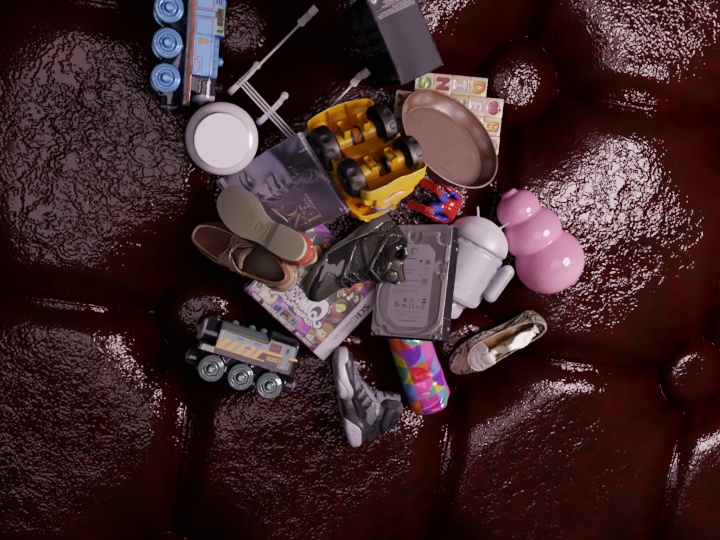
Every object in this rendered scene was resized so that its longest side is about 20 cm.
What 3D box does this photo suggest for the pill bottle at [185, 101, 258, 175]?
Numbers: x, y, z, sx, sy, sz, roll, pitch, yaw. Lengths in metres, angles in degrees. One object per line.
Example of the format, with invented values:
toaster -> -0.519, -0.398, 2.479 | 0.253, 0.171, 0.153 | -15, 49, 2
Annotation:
pill bottle -> -0.218, -0.209, 1.195 | 0.112, 0.200, 0.112 | -2, 102, -10

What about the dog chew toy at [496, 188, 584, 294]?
dog chew toy -> 0.317, -0.058, 1.371 | 0.124, 0.125, 0.200 | -33, 97, -2

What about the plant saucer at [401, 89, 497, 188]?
plant saucer -> 0.145, -0.217, 1.286 | 0.200, 0.201, 0.034 | 32, 138, -15

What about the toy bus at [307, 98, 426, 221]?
toy bus -> 0.009, -0.152, 1.252 | 0.135, 0.200, 0.192 | -24, 143, -19

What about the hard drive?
hard drive -> 0.094, 0.020, 1.312 | 0.139, 0.038, 0.201 | 2, 78, 31

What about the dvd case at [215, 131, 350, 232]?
dvd case -> -0.132, -0.126, 1.261 | 0.200, 0.016, 0.149 | -22, 109, 36

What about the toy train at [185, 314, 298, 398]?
toy train -> -0.203, 0.152, 1.340 | 0.200, 0.085, 0.114 | 19, 86, -12

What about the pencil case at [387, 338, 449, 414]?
pencil case -> 0.104, 0.163, 1.393 | 0.088, 0.088, 0.200 | -19, 107, -6

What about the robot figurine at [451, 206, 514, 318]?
robot figurine -> 0.188, -0.012, 1.353 | 0.169, 0.113, 0.200 | 31, 97, 20

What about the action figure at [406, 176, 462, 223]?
action figure -> 0.133, -0.117, 1.294 | 0.052, 0.200, 0.066 | 28, 97, 23

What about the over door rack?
over door rack -> -0.103, -0.313, 1.266 | 0.200, 0.067, 0.148 | -46, 107, -5

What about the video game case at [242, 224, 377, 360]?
video game case -> -0.076, 0.032, 1.356 | 0.181, 0.036, 0.200 | -46, 105, 0

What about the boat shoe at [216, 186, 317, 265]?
boat shoe -> -0.156, -0.071, 1.255 | 0.200, 0.063, 0.071 | 33, 94, 23

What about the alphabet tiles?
alphabet tiles -> 0.156, -0.263, 1.352 | 0.199, 0.006, 0.167 | 2, 101, -11

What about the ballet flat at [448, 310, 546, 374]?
ballet flat -> 0.259, 0.139, 1.420 | 0.200, 0.075, 0.068 | -28, 106, -3

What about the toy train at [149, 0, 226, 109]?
toy train -> -0.275, -0.357, 1.214 | 0.114, 0.087, 0.201 | 2, 100, -17

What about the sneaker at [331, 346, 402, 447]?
sneaker -> 0.014, 0.223, 1.396 | 0.114, 0.075, 0.201 | -12, 109, -8

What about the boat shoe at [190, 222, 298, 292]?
boat shoe -> -0.198, -0.029, 1.283 | 0.200, 0.072, 0.076 | 24, 89, 6

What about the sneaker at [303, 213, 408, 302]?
sneaker -> 0.000, 0.000, 1.287 | 0.199, 0.114, 0.076 | -38, 147, -6

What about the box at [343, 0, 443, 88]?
box -> 0.048, -0.372, 1.209 | 0.079, 0.200, 0.141 | -24, 105, -5
